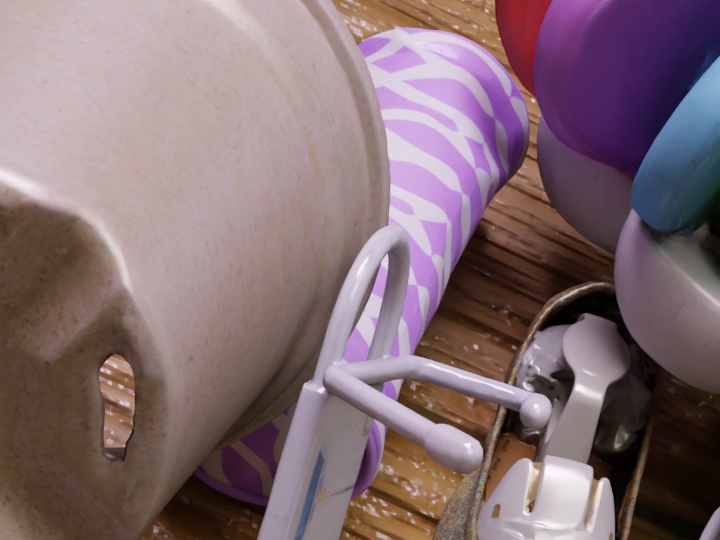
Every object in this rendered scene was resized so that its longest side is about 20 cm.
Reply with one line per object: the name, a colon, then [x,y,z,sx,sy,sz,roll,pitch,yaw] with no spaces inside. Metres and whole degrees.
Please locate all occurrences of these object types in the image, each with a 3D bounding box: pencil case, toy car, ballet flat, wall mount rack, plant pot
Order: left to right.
plant pot: [-0.101,0.001,0.781,0.200,0.201,0.184,33,21,-4]
pencil case: [0.000,0.000,0.970,0.086,0.083,0.201,58,40,-29]
wall mount rack: [0.002,0.092,0.805,0.074,0.201,0.174,17,5,13]
ballet flat: [0.067,0.074,0.945,0.070,0.071,0.201,30,39,-8]
toy car: [0.120,-0.073,0.950,0.149,0.175,0.200,26,22,-30]

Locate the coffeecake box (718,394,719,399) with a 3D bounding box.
coffeecake box: [0.229,0.096,0.981,0.073,0.153,0.201,51,18,-59]

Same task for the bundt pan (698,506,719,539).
bundt pan: [0.211,0.115,0.889,0.076,0.201,0.203,50,20,-58]
